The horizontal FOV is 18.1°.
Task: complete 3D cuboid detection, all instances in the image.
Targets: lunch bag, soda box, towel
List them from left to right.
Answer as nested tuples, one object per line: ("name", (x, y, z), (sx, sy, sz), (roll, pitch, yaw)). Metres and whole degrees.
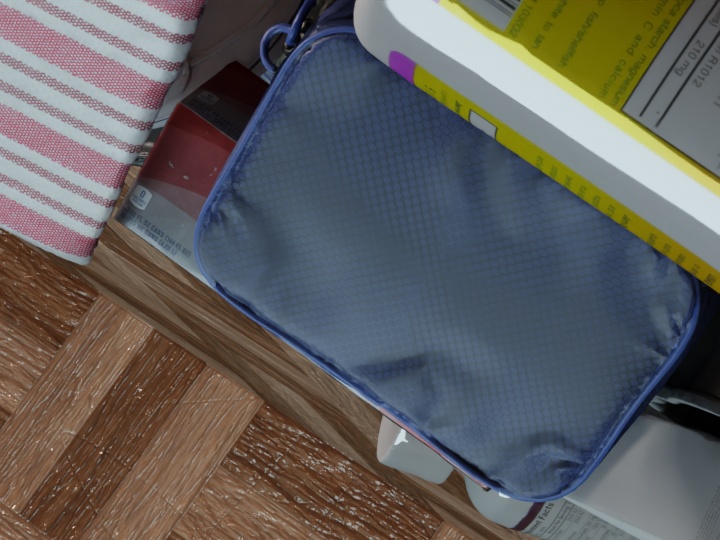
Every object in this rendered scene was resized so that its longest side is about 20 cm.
("towel", (-0.144, -0.091, 0.881), (0.146, 0.030, 0.200), (28, 140, -3))
("soda box", (0.000, 0.000, 0.957), (0.200, 0.070, 0.063), (36, -151, 3))
("lunch bag", (0.042, -0.030, 0.849), (0.200, 0.136, 0.132), (37, -148, 2))

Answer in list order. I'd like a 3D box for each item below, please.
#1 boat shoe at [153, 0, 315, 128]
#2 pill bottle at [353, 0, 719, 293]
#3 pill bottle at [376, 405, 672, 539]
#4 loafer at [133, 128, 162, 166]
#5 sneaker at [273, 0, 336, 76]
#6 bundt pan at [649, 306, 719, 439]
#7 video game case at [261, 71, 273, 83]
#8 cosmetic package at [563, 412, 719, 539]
("boat shoe", (-0.107, -0.092, 0.978), (0.074, 0.200, 0.067), (58, 179, 10))
("pill bottle", (0.104, -0.056, 0.653), (0.200, 0.104, 0.104), (35, 171, 6))
("pill bottle", (0.116, 0.078, 1.050), (0.199, 0.110, 0.110), (19, 173, -5))
("loafer", (-0.055, -0.057, 1.282), (0.200, 0.071, 0.068), (21, -175, 14))
("sneaker", (0.004, -0.073, 1.098), (0.099, 0.070, 0.200), (10, 158, -4))
("bundt pan", (0.214, 0.059, 0.870), (0.201, 0.076, 0.202), (26, 176, 2))
("video game case", (-0.064, -0.127, 1.211), (0.200, 0.019, 0.143), (24, 166, 50))
("cosmetic package", (0.197, 0.125, 0.924), (0.200, 0.052, 0.151), (29, 178, -21))
